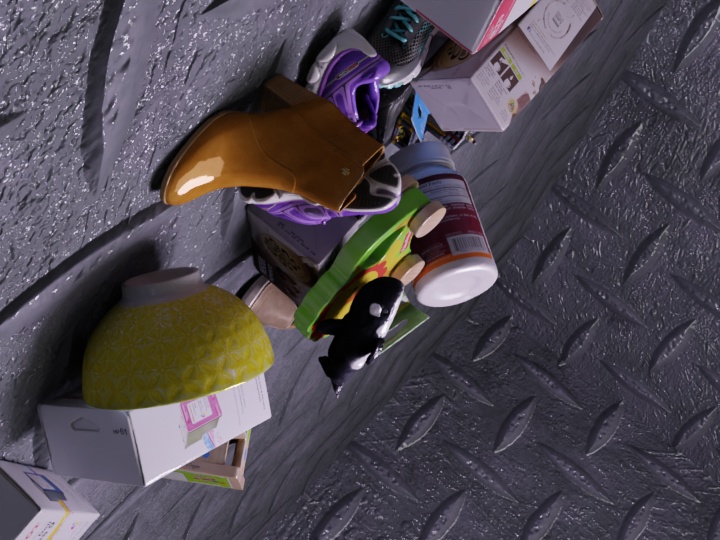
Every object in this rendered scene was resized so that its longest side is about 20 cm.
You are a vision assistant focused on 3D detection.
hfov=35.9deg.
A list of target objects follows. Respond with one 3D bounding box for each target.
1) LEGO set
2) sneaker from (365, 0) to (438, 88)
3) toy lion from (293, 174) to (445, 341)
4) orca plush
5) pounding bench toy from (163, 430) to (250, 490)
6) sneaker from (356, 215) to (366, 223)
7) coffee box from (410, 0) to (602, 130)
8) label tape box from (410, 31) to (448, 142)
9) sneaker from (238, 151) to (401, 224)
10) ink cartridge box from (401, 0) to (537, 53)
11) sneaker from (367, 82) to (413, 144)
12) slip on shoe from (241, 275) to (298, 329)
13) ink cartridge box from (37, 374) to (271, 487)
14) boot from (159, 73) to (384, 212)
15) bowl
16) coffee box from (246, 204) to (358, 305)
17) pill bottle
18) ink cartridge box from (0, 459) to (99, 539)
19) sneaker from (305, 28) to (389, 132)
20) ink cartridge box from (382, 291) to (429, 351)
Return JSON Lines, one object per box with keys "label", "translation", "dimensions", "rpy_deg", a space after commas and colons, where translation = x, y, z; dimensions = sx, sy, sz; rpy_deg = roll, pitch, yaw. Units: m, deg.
{"label": "LEGO set", "translation": [0.132, -0.220, 1.581], "dimensions": [0.154, 0.116, 0.200], "rpy_deg": [-44, 166, -36]}
{"label": "sneaker", "translation": [0.057, -0.289, 1.237], "dimensions": [0.200, 0.077, 0.091], "rpy_deg": [-55, 162, -26]}
{"label": "toy lion", "translation": [0.000, 0.000, 1.337], "dimensions": [0.191, 0.069, 0.200], "rpy_deg": [-37, 163, -26]}
{"label": "orca plush", "translation": [-0.020, 0.069, 1.326], "dimensions": [0.200, 0.071, 0.106], "rpy_deg": [131, -26, -56]}
{"label": "pounding bench toy", "translation": [-0.231, 0.171, 1.370], "dimensions": [0.124, 0.199, 0.157], "rpy_deg": [98, 1, -72]}
{"label": "sneaker", "translation": [-0.020, -0.098, 1.502], "dimensions": [0.085, 0.073, 0.200], "rpy_deg": [-49, 180, -28]}
{"label": "coffee box", "translation": [0.168, -0.255, 1.275], "dimensions": [0.200, 0.080, 0.113], "rpy_deg": [-48, -151, -19]}
{"label": "label tape box", "translation": [0.125, -0.265, 1.408], "dimensions": [0.143, 0.066, 0.201], "rpy_deg": [37, 69, -79]}
{"label": "sneaker", "translation": [-0.034, -0.086, 1.178], "dimensions": [0.083, 0.199, 0.081], "rpy_deg": [40, 64, -46]}
{"label": "ink cartridge box", "translation": [0.128, -0.335, 1.155], "dimensions": [0.200, 0.145, 0.084], "rpy_deg": [-43, 166, -37]}
{"label": "sneaker", "translation": [0.020, -0.195, 1.350], "dimensions": [0.200, 0.076, 0.091], "rpy_deg": [-53, 175, 16]}
{"label": "slip on shoe", "translation": [-0.118, 0.052, 1.569], "dimensions": [0.076, 0.060, 0.200], "rpy_deg": [-52, 169, 1]}
{"label": "ink cartridge box", "translation": [-0.216, 0.150, 1.183], "dimensions": [0.200, 0.144, 0.085], "rpy_deg": [-21, 105, -51]}
{"label": "boot", "translation": [-0.079, -0.097, 1.067], "dimensions": [0.201, 0.144, 0.071], "rpy_deg": [-45, 166, -29]}
{"label": "bowl", "translation": [-0.192, 0.058, 1.125], "dimensions": [0.200, 0.199, 0.108], "rpy_deg": [-30, 113, -62]}
{"label": "coffee box", "translation": [-0.071, -0.031, 1.380], "dimensions": [0.080, 0.113, 0.200], "rpy_deg": [-48, 169, -17]}
{"label": "pill bottle", "translation": [0.101, -0.064, 1.486], "dimensions": [0.113, 0.201, 0.114], "rpy_deg": [-13, 155, -6]}
{"label": "ink cartridge box", "translation": [-0.382, 0.287, 1.186], "dimensions": [0.145, 0.087, 0.200], "rpy_deg": [-50, 166, -9]}
{"label": "sneaker", "translation": [-0.026, -0.160, 1.198], "dimensions": [0.081, 0.083, 0.200], "rpy_deg": [-42, 165, -40]}
{"label": "ink cartridge box", "translation": [-0.006, 0.037, 1.504], "dimensions": [0.104, 0.200, 0.060], "rpy_deg": [-34, 122, -14]}
